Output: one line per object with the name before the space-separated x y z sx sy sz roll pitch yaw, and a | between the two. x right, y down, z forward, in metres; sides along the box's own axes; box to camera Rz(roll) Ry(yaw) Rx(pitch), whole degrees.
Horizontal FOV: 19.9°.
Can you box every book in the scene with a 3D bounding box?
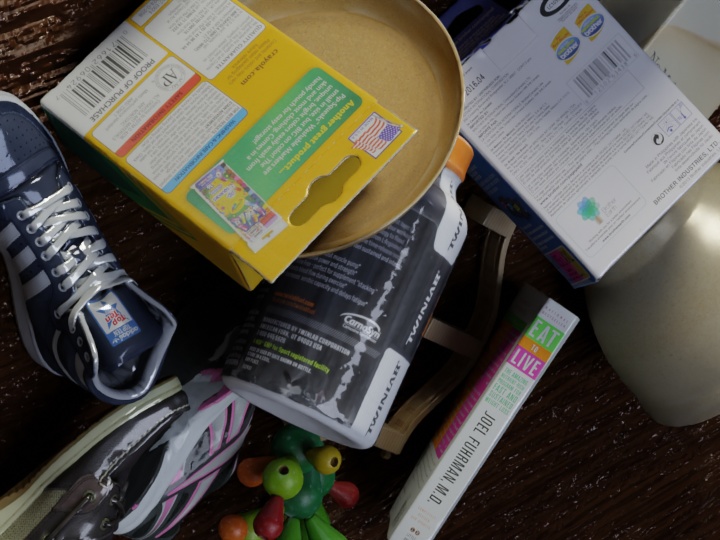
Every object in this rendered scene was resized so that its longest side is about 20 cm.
book | 0.085 0.106 1.465 0.201 0.048 0.134 -57 179 3

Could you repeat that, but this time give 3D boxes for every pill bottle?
pill bottle | 0.000 0.000 1.270 0.106 0.106 0.201 34 77 -44

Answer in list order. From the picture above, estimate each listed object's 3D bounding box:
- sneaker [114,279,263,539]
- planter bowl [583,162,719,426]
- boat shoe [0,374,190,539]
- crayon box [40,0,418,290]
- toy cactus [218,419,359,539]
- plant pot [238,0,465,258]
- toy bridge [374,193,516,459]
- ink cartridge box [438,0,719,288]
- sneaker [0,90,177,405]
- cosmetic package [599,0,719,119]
sneaker | -0.104 0.094 1.353 0.200 0.080 0.086 -48 144 0
planter bowl | 0.244 -0.004 1.530 0.135 0.200 0.200 43 79 -16
boat shoe | -0.177 0.145 1.277 0.200 0.065 0.073 -41 176 7
crayon box | -0.074 -0.078 1.198 0.126 0.200 0.052 -46 152 -13
toy cactus | -0.031 0.130 1.394 0.200 0.102 0.166 46 51 -67
plant pot | -0.033 -0.091 1.241 0.200 0.200 0.028 -47 152 -13
toy bridge | 0.062 0.047 1.493 0.067 0.027 0.201 24 94 -45
ink cartridge box | 0.131 -0.107 1.384 0.136 0.076 0.200 -43 93 -11
sneaker | -0.173 -0.008 1.211 0.070 0.108 0.201 -33 128 -25
cosmetic package | 0.195 -0.130 1.493 0.200 0.073 0.104 -51 133 -9
